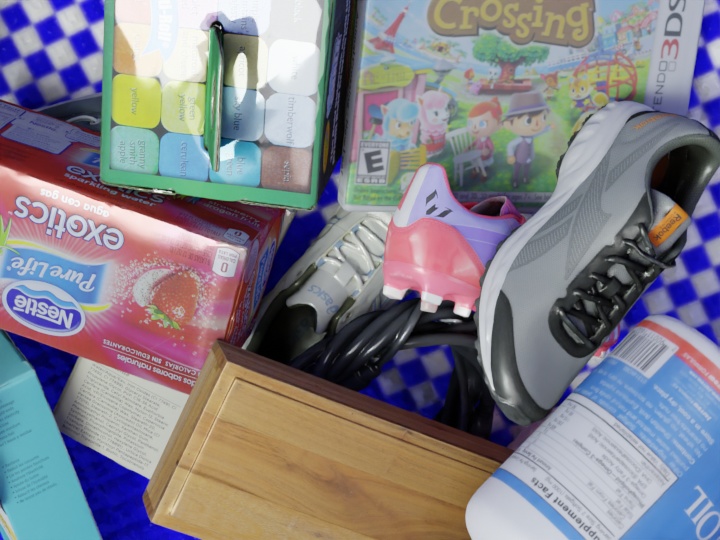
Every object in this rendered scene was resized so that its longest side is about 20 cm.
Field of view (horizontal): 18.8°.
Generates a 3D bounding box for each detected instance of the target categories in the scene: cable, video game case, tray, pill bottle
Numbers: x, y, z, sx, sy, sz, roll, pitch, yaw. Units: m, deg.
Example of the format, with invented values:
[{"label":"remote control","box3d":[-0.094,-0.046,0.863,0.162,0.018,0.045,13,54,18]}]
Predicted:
[{"label":"cable","box3d":[0.005,0.087,1.282,0.162,0.051,0.201,-1,129,-22]},{"label":"video game case","box3d":[0.092,-0.119,1.205,0.199,0.022,0.183,0,111,-15]},{"label":"tray","box3d":[-0.007,0.120,1.183,0.199,0.037,0.099,21,103,-22]},{"label":"pill bottle","box3d":[0.126,0.129,1.147,0.200,0.112,0.112,-45,99,-7]}]

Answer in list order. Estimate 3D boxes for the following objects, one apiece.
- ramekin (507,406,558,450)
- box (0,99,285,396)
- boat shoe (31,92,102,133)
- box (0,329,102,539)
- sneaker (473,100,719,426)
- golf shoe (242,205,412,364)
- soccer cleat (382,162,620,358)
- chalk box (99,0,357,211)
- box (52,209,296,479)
[{"label":"ramekin","box3d":[0.157,0.167,1.293,0.199,0.105,0.201,3,110,7]},{"label":"box","box3d":[-0.152,-0.016,1.205,0.199,0.100,0.096,19,111,5]},{"label":"boat shoe","box3d":[-0.214,-0.055,1.292,0.199,0.062,0.073,-17,107,14]},{"label":"box","box3d":[-0.201,0.130,1.314,0.049,0.082,0.201,-27,125,-16]},{"label":"sneaker","box3d":[0.127,-0.007,1.161,0.079,0.201,0.074,10,153,47]},{"label":"golf shoe","box3d":[0.000,0.000,1.260,0.078,0.097,0.200,38,109,1]},{"label":"soccer cleat","box3d":[0.088,-0.001,1.221,0.066,0.199,0.077,11,85,44]},{"label":"chalk box","box3d":[-0.070,-0.112,1.175,0.123,0.200,0.126,8,110,6]},{"label":"box","box3d":[-0.109,0.019,1.299,0.082,0.068,0.201,29,111,-1]}]
